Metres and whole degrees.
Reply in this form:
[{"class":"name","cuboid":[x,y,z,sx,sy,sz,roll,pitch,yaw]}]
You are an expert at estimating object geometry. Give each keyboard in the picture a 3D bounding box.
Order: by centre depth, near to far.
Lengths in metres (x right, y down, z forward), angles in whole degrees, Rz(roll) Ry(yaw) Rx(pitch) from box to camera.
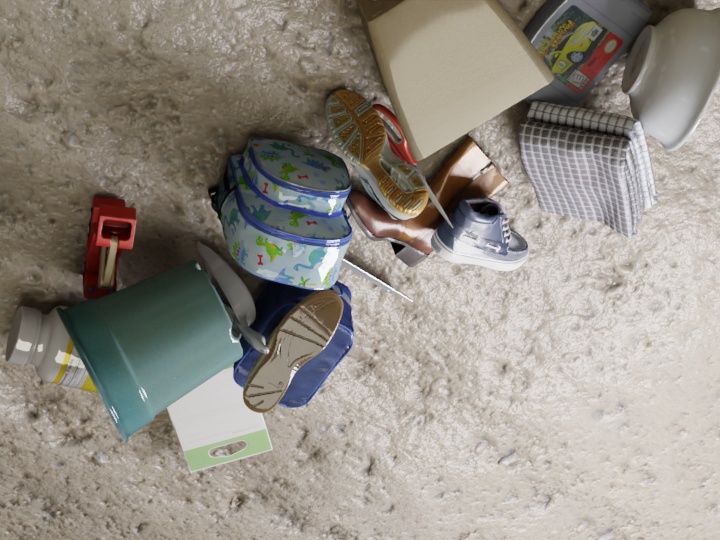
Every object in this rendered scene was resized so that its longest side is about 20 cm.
[{"class":"keyboard","cuboid":[0.000,0.000,1.758,0.199,0.056,0.011,30,84,-39]}]

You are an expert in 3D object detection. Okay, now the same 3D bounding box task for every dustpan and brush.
[{"class":"dustpan and brush","cuboid":[-0.178,0.058,1.678,0.057,0.199,0.141,-35,136,-29]}]

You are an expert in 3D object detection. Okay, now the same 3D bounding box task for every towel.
[{"class":"towel","cuboid":[0.318,-0.139,1.672,0.164,0.086,0.201,12,151,29]}]

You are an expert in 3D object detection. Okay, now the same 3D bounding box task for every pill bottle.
[{"class":"pill bottle","cuboid":[-0.403,0.114,1.717,0.198,0.112,0.112,17,120,-25]}]

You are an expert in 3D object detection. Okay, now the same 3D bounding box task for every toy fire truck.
[{"class":"toy fire truck","cuboid":[-0.343,-0.024,1.610,0.048,0.142,0.202,5,125,-17]}]

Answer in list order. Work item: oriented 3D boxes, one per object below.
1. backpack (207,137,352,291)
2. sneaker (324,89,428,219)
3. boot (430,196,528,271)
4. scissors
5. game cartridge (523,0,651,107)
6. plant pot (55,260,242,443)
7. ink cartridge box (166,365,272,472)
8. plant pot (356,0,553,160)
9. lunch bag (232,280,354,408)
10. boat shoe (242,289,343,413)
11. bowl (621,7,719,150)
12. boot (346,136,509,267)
[{"class":"backpack","cuboid":[-0.098,-0.080,1.596,0.181,0.201,0.148,10,123,-20]},{"class":"sneaker","cuboid":[0.010,-0.150,1.624,0.075,0.088,0.201,-33,88,-16]},{"class":"boot","cuboid":[0.197,-0.056,1.740,0.199,0.073,0.091,0,138,-45]},{"class":"scissors","cuboid":[0.074,-0.144,1.638,0.200,0.014,0.073,48,144,-2]},{"class":"game cartridge","cuboid":[0.289,-0.310,1.632,0.132,0.041,0.201,27,116,-25]},{"class":"plant pot","cuboid":[-0.274,0.095,1.590,0.195,0.200,0.202,-27,130,-12]},{"class":"ink cartridge box","cuboid":[-0.228,0.218,1.880,0.144,0.048,0.202,-15,129,-3]},{"class":"plant pot","cuboid":[0.098,-0.294,1.504,0.199,0.200,0.178,-30,117,9]},{"class":"lunch bag","cuboid":[-0.097,0.083,1.762,0.135,0.133,0.200,29,116,-22]},{"class":"boat shoe","cuboid":[-0.099,0.105,1.660,0.072,0.065,0.201,33,97,-18]},{"class":"bowl","cuboid":[0.413,-0.271,1.607,0.089,0.202,0.203,18,121,-5]},{"class":"boot","cuboid":[0.095,-0.112,1.707,0.200,0.069,0.188,-42,125,16]}]
